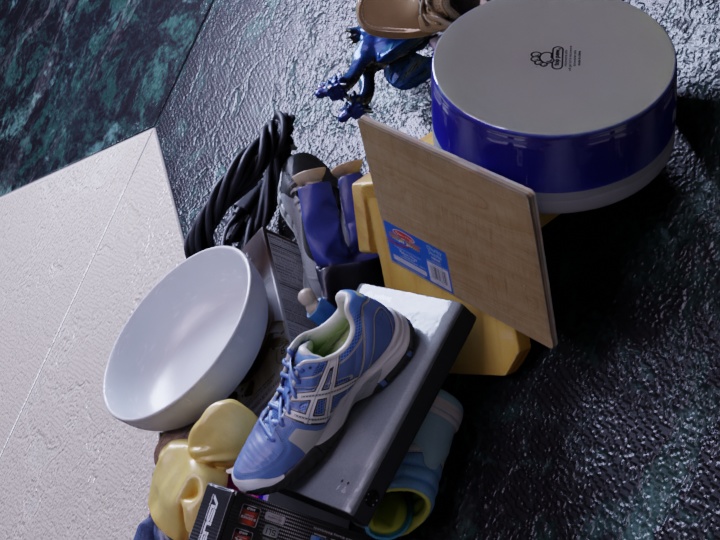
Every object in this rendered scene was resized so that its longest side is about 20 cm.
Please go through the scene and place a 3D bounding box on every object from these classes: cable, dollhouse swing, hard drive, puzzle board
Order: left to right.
[{"bbox_3d":[-0.118,-0.074,1.621,0.200,0.051,0.164,-53,-9,-35],"label":"cable"},{"bbox_3d":[0.004,0.110,1.327,0.139,0.033,0.201,10,66,51],"label":"hard drive"},{"bbox_3d":[0.080,-0.035,1.255,0.017,0.152,0.199,-35,41,-25],"label":"puzzle board"},{"bbox_3d":[0.116,-0.027,1.380,0.181,0.177,0.199,-34,18,-33],"label":"dollhouse swing"}]

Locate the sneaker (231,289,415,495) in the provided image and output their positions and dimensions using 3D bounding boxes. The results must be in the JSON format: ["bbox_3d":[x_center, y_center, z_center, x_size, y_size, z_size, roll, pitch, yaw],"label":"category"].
[{"bbox_3d":[-0.045,0.099,1.294,0.200,0.077,0.076,-51,36,-2],"label":"sneaker"}]

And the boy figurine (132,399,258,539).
[{"bbox_3d":[-0.158,0.203,1.406,0.201,0.064,0.124,-61,34,6],"label":"boy figurine"}]

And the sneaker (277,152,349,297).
[{"bbox_3d":[-0.036,-0.065,1.535,0.116,0.074,0.201,92,164,-53],"label":"sneaker"}]

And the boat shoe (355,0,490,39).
[{"bbox_3d":[0.082,-0.263,1.470,0.199,0.064,0.072,-10,101,23],"label":"boat shoe"}]

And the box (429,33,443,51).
[{"bbox_3d":[0.103,-0.177,1.428,0.041,0.039,0.200,-24,26,2],"label":"box"}]

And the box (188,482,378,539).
[{"bbox_3d":[-0.064,0.282,1.288,0.044,0.199,0.161,4,72,54],"label":"box"}]

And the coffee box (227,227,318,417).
[{"bbox_3d":[-0.086,0.071,1.553,0.113,0.079,0.201,-47,38,27],"label":"coffee box"}]

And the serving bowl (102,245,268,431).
[{"bbox_3d":[-0.159,0.076,1.502,0.199,0.066,0.201,-33,35,26],"label":"serving bowl"}]

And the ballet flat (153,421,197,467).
[{"bbox_3d":[-0.164,0.149,1.550,0.067,0.069,0.200,-17,12,13],"label":"ballet flat"}]

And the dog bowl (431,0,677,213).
[{"bbox_3d":[0.156,-0.141,1.251,0.201,0.198,0.079,-110,10,-46],"label":"dog bowl"}]

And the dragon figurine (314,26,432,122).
[{"bbox_3d":[0.044,-0.222,1.563,0.199,0.059,0.100,-27,42,4],"label":"dragon figurine"}]

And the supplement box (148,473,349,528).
[{"bbox_3d":[-0.113,0.253,1.460,0.199,0.101,0.104,-13,60,50],"label":"supplement box"}]

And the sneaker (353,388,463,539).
[{"bbox_3d":[-0.002,0.178,1.364,0.199,0.079,0.131,-21,45,47],"label":"sneaker"}]

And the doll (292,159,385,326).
[{"bbox_3d":[0.000,0.000,1.445,0.048,0.135,0.202,163,95,-68],"label":"doll"}]
